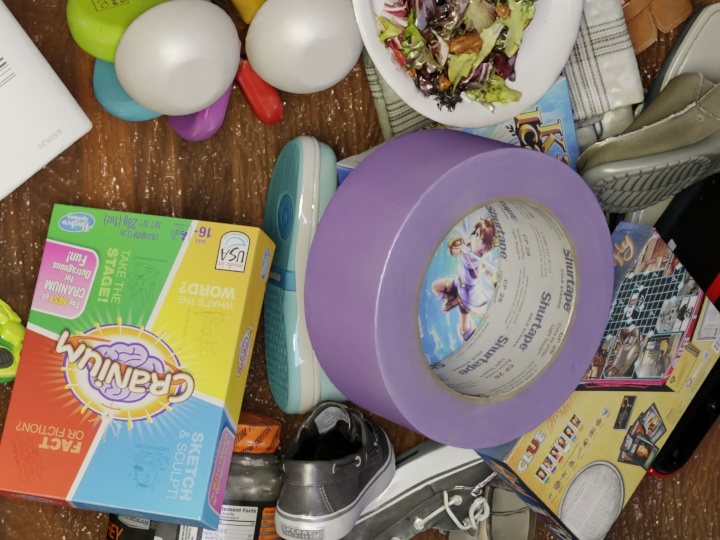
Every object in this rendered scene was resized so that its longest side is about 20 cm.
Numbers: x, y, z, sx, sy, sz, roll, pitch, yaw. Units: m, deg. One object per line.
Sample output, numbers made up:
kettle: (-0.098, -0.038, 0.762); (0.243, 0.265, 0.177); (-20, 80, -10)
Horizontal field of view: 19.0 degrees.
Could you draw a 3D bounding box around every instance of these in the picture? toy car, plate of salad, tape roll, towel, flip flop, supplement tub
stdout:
toy car: (-0.100, -0.159, 1.458); (0.199, 0.175, 0.150); (-12, 136, -19)
plate of salad: (0.080, -0.196, 1.439); (0.199, 0.048, 0.201); (-3, 95, -36)
tape roll: (0.067, 0.011, 1.423); (0.199, 0.085, 0.201); (-10, 108, -33)
towel: (0.099, -0.153, 1.538); (0.192, 0.035, 0.201); (-20, 119, -6)
flip flop: (0.116, 0.143, 1.608); (0.081, 0.058, 0.201); (15, 94, 15)
supplement tub: (-0.117, 0.197, 1.493); (0.122, 0.122, 0.201); (9, 92, -21)

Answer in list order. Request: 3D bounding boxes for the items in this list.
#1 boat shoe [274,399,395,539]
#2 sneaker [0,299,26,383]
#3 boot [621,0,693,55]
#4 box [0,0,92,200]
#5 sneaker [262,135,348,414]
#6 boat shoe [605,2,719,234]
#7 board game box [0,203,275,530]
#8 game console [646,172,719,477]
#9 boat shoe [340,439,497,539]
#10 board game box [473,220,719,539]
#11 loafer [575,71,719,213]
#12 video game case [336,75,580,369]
boat shoe: (-0.020, 0.124, 1.482); (0.070, 0.200, 0.067); (4, 105, 14)
sneaker: (-0.313, 0.057, 1.439); (0.199, 0.084, 0.074); (-3, 62, -35)
boot: (0.147, -0.217, 1.581); (0.200, 0.077, 0.156); (-31, 110, -22)
box: (-0.316, -0.114, 1.380); (0.200, 0.131, 0.199); (-40, 108, -12)
sneaker: (0.000, 0.000, 1.541); (0.130, 0.080, 0.201); (-3, 107, -18)
boat shoe: (0.233, -0.106, 1.621); (0.075, 0.062, 0.201); (11, 96, -30)
board game box: (-0.151, 0.063, 1.440); (0.152, 0.040, 0.201); (6, 75, 15)
game console: (0.240, 0.041, 1.619); (0.200, 0.031, 0.177); (-53, 130, -17)
boat shoe: (0.059, 0.160, 1.555); (0.199, 0.074, 0.068); (-29, 95, 3)
board game box: (0.176, 0.084, 1.531); (0.200, 0.035, 0.136); (-55, 131, -14)
loafer: (0.228, -0.099, 1.549); (0.199, 0.075, 0.070); (-19, 70, -30)
video game case: (0.085, -0.015, 1.512); (0.181, 0.045, 0.201); (-28, 117, -31)
